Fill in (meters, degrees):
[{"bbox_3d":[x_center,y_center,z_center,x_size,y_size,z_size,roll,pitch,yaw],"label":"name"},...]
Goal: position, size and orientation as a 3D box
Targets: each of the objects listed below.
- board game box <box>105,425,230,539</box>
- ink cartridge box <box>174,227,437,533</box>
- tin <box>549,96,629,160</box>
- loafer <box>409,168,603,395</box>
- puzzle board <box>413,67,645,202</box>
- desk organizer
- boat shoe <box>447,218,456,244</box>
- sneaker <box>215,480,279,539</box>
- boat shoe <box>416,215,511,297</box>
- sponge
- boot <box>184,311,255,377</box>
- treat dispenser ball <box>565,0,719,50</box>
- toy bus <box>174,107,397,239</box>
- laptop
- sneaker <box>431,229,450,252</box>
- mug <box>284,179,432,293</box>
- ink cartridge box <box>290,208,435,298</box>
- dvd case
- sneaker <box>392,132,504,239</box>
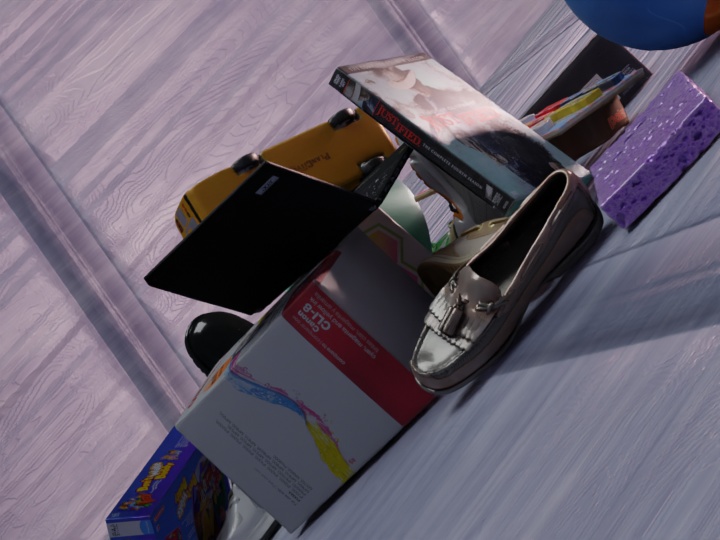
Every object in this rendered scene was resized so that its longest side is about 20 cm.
[{"bbox_3d":[-0.170,0.245,1.683,0.045,0.135,0.200,-7,18,15],"label":"board game box"},{"bbox_3d":[-0.034,0.094,1.559,0.200,0.145,0.145,-46,5,25],"label":"ink cartridge box"},{"bbox_3d":[0.169,-0.113,1.736,0.199,0.042,0.112,-25,3,36],"label":"tin"},{"bbox_3d":[0.103,0.004,1.373,0.200,0.072,0.063,-47,-41,-11],"label":"loafer"},{"bbox_3d":[0.156,-0.129,1.690,0.200,0.017,0.151,-24,7,47],"label":"puzzle board"},{"bbox_3d":[0.207,-0.154,1.868,0.200,0.072,0.077,-48,2,9],"label":"desk organizer"},{"bbox_3d":[0.120,-0.039,1.705,0.200,0.068,0.075,-44,6,47],"label":"boat shoe"},{"bbox_3d":[-0.118,0.193,1.717,0.201,0.115,0.076,-54,7,-36],"label":"sneaker"},{"bbox_3d":[0.114,-0.007,1.519,0.069,0.074,0.200,-47,13,-19],"label":"boat shoe"},{"bbox_3d":[0.228,-0.096,1.391,0.112,0.030,0.200,-48,4,12],"label":"sponge"},{"bbox_3d":[-0.078,0.088,1.796,0.073,0.198,0.163,-53,-1,-24],"label":"boot"},{"bbox_3d":[0.271,-0.301,1.638,0.201,0.201,0.201,-48,4,5],"label":"treat dispenser ball"},{"bbox_3d":[-0.064,-0.076,1.619,0.199,0.065,0.078,-27,-14,-27],"label":"toy bus"},{"bbox_3d":[-0.064,-0.054,1.528,0.177,0.103,0.200,-40,12,34],"label":"laptop"},{"bbox_3d":[0.056,0.005,1.871,0.200,0.084,0.074,-46,4,26],"label":"sneaker"},{"bbox_3d":[-0.012,0.001,1.792,0.114,0.186,0.152,-8,-12,-31],"label":"mug"},{"bbox_3d":[0.000,0.000,1.685,0.104,0.200,0.059,-49,2,-13],"label":"ink cartridge box"},{"bbox_3d":[0.087,-0.120,1.535,0.146,0.200,0.022,-18,-40,-54],"label":"dvd case"},{"bbox_3d":[0.106,-0.095,1.606,0.092,0.201,0.076,-35,-6,26],"label":"sneaker"}]
